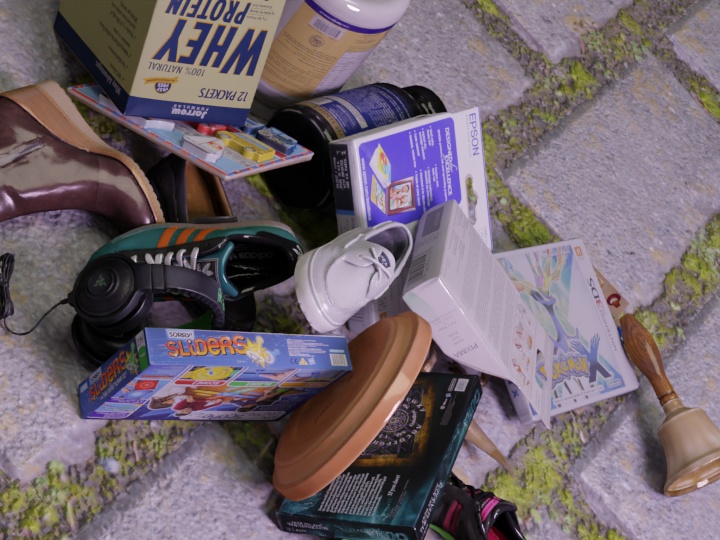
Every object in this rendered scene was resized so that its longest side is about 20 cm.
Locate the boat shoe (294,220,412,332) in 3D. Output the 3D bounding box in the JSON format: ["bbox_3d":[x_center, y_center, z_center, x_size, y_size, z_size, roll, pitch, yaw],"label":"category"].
[{"bbox_3d":[0.000,0.000,1.451,0.072,0.068,0.200,66,23,-3],"label":"boat shoe"}]

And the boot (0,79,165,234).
[{"bbox_3d":[-0.294,-0.069,1.454,0.200,0.072,0.166,49,56,3],"label":"boot"}]

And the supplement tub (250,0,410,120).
[{"bbox_3d":[-0.054,-0.262,1.663,0.145,0.200,0.145,19,50,-24],"label":"supplement tub"}]

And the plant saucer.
[{"bbox_3d":[-0.013,0.115,1.409,0.032,0.200,0.200,39,44,-12],"label":"plant saucer"}]

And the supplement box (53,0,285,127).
[{"bbox_3d":[-0.180,-0.276,1.535,0.134,0.200,0.200,2,31,-35],"label":"supplement box"}]

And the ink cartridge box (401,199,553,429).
[{"bbox_3d":[0.120,0.049,1.565,0.200,0.050,0.161,55,24,-21],"label":"ink cartridge box"}]

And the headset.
[{"bbox_3d":[-0.220,0.024,1.389,0.200,0.124,0.094,-1,59,-11],"label":"headset"}]

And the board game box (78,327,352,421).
[{"bbox_3d":[-0.127,0.094,1.388,0.200,0.135,0.034,5,63,-35],"label":"board game box"}]

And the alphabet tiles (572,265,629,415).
[{"bbox_3d":[0.227,0.050,1.779,0.167,0.008,0.200,46,43,2],"label":"alphabet tiles"}]

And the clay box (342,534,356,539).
[{"bbox_3d":[0.048,0.316,1.416,0.200,0.048,0.115,41,44,-3],"label":"clay box"}]

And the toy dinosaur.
[{"bbox_3d":[0.085,0.128,1.593,0.200,0.058,0.101,37,58,3],"label":"toy dinosaur"}]

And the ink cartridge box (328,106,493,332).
[{"bbox_3d":[0.056,-0.056,1.630,0.200,0.043,0.198,-19,109,-43],"label":"ink cartridge box"}]

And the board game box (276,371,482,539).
[{"bbox_3d":[0.021,0.167,1.461,0.200,0.135,0.028,-61,146,-45],"label":"board game box"}]

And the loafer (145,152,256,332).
[{"bbox_3d":[-0.146,-0.031,1.514,0.073,0.072,0.200,-11,66,-42],"label":"loafer"}]

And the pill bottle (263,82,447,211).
[{"bbox_3d":[0.000,-0.137,1.673,0.200,0.112,0.112,-21,73,-43],"label":"pill bottle"}]

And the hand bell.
[{"bbox_3d":[0.333,0.134,1.729,0.104,0.104,0.200,-4,60,-39],"label":"hand bell"}]

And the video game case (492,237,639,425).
[{"bbox_3d":[0.207,0.061,1.707,0.200,0.022,0.182,-10,76,-46],"label":"video game case"}]

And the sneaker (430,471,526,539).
[{"bbox_3d":[0.103,0.224,1.498,0.200,0.084,0.077,45,42,3],"label":"sneaker"}]

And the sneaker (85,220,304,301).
[{"bbox_3d":[-0.150,-0.006,1.433,0.200,0.080,0.071,-10,103,-8],"label":"sneaker"}]

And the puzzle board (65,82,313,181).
[{"bbox_3d":[-0.163,-0.146,1.543,0.200,0.017,0.151,29,24,22],"label":"puzzle board"}]
